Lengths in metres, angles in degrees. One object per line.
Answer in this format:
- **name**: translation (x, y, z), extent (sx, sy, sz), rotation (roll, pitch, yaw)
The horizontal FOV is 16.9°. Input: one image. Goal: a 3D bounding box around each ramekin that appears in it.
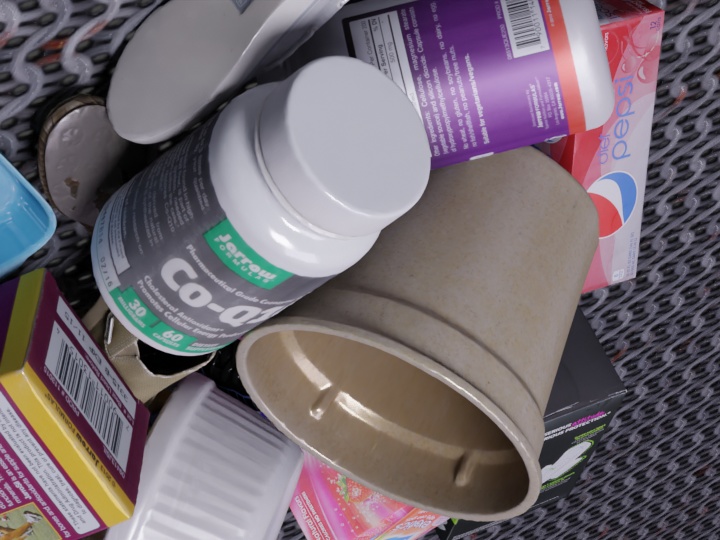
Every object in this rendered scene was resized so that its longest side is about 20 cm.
- **ramekin**: translation (-0.109, 0.176, 1.607), extent (0.202, 0.094, 0.203), rotation (22, 90, -87)

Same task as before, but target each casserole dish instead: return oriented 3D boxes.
- **casserole dish**: translation (-0.249, -0.037, 1.367), extent (0.121, 0.039, 0.200), rotation (-29, 158, 2)

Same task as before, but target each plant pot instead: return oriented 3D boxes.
- **plant pot**: translation (0.053, 0.022, 1.479), extent (0.184, 0.200, 0.201), rotation (-61, 171, -27)

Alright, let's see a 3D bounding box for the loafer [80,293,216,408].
- **loafer**: translation (-0.136, 0.047, 1.511), extent (0.076, 0.068, 0.200), rotation (-9, 143, -36)

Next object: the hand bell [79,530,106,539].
- **hand bell**: translation (-0.260, 0.127, 1.602), extent (0.199, 0.104, 0.104), rotation (10, 144, -14)

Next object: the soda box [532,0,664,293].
- **soda box**: translation (0.148, -0.086, 1.597), extent (0.070, 0.063, 0.201), rotation (-16, 125, -29)

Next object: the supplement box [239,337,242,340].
- **supplement box**: translation (0.000, 0.000, 1.618), extent (0.200, 0.101, 0.104), rotation (-3, 111, -49)

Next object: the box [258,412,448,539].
- **box**: translation (-0.021, 0.104, 1.726), extent (0.102, 0.200, 0.095), rotation (-33, 159, 11)

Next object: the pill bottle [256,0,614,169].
- **pill bottle**: translation (0.043, -0.117, 1.424), extent (0.199, 0.113, 0.113), rotation (-14, 158, 4)

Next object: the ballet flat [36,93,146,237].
- **ballet flat**: translation (-0.152, -0.055, 1.453), extent (0.067, 0.046, 0.200), rotation (-33, 153, -1)

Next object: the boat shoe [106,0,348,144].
- **boat shoe**: translation (-0.057, -0.141, 1.351), extent (0.200, 0.072, 0.068), rotation (-48, 149, 16)

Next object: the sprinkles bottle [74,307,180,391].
- **sprinkles bottle**: translation (-0.207, 0.063, 1.590), extent (0.199, 0.068, 0.068), rotation (-12, 152, -36)

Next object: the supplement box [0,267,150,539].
- **supplement box**: translation (-0.246, 0.106, 1.454), extent (0.199, 0.103, 0.131), rotation (-21, 124, 16)

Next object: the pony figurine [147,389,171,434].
- **pony figurine**: translation (-0.199, 0.174, 1.761), extent (0.193, 0.167, 0.200), rotation (2, 129, -38)

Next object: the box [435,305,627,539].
- **box**: translation (0.106, 0.101, 1.939), extent (0.124, 0.149, 0.200), rotation (-19, 156, -21)

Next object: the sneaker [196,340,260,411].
- **sneaker**: translation (-0.056, 0.065, 1.645), extent (0.078, 0.199, 0.070), rotation (7, 96, -71)

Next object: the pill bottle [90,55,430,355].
- **pill bottle**: translation (-0.057, -0.036, 1.350), extent (0.113, 0.114, 0.200), rotation (-10, 164, -40)
